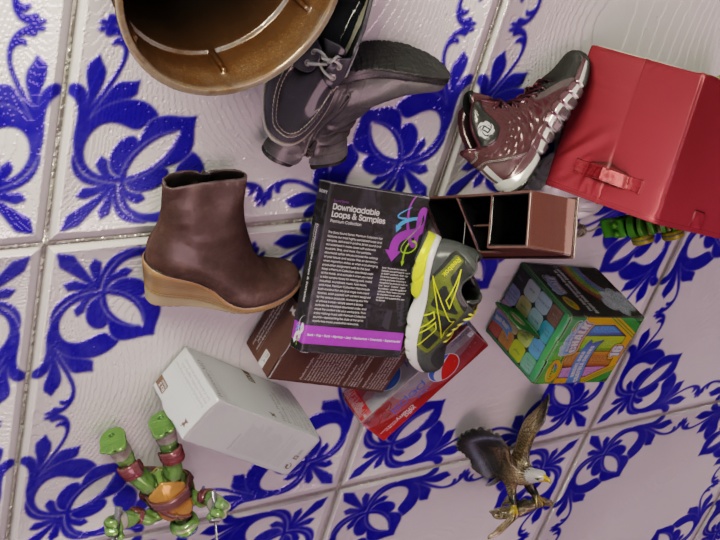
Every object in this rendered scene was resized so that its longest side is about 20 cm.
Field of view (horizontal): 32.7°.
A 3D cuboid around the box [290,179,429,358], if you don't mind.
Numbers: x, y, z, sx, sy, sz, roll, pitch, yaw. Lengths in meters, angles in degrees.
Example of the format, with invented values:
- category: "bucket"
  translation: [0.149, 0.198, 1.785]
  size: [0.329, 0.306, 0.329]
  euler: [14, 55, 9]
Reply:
- category: "box"
  translation: [0.000, 0.000, 1.450]
  size: [0.142, 0.036, 0.202]
  euler: [7, 99, -33]

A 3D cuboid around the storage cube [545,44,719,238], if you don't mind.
- category: "storage cube"
  translation: [0.363, -0.155, 1.494]
  size: [0.199, 0.170, 0.181]
  euler: [9, 103, -46]

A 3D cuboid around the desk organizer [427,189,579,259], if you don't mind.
- category: "desk organizer"
  translation: [0.161, -0.054, 1.462]
  size: [0.077, 0.199, 0.072]
  euler: [8, 86, -36]

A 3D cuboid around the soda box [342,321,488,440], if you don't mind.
- category: "soda box"
  translation: [0.074, 0.136, 1.675]
  size: [0.200, 0.064, 0.070]
  euler: [-42, 139, 5]

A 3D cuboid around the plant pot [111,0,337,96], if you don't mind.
- category: "plant pot"
  translation: [-0.143, -0.284, 1.029]
  size: [0.199, 0.199, 0.201]
  euler: [-19, 135, -20]

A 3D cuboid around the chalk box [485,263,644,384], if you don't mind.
- category: "chalk box"
  translation: [0.270, 0.075, 1.719]
  size: [0.199, 0.125, 0.125]
  euler: [3, 125, -36]

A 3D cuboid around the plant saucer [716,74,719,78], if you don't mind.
- category: "plant saucer"
  translation: [0.467, -0.161, 1.606]
  size: [0.031, 0.201, 0.201]
  euler: [1, 130, -8]

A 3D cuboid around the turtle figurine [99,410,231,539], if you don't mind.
- category: "turtle figurine"
  translation: [-0.241, 0.287, 1.500]
  size: [0.200, 0.143, 0.195]
  euler: [-58, 138, -49]

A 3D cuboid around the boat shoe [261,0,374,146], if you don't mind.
- category: "boat shoe"
  translation: [-0.040, -0.219, 1.216]
  size: [0.072, 0.063, 0.201]
  euler: [27, 85, -11]

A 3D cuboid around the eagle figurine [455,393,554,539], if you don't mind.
- category: "eagle figurine"
  translation: [0.243, 0.295, 1.923]
  size: [0.152, 0.150, 0.202]
  euler: [-47, 125, -59]

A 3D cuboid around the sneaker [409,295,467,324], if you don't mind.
- category: "sneaker"
  translation: [0.064, 0.035, 1.568]
  size: [0.200, 0.070, 0.078]
  euler: [34, 94, -39]

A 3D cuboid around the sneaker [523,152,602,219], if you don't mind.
- category: "sneaker"
  translation: [0.231, -0.102, 1.576]
  size: [0.199, 0.078, 0.100]
  euler: [-27, 132, -27]

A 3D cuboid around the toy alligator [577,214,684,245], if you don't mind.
- category: "toy alligator"
  translation: [0.360, -0.061, 1.630]
  size: [0.054, 0.199, 0.060]
  euler: [-33, 111, -59]

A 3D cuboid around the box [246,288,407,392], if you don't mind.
- category: "box"
  translation: [-0.033, 0.088, 1.548]
  size: [0.199, 0.075, 0.100]
  euler: [12, 119, -44]

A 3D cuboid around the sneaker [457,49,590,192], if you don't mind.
- category: "sneaker"
  translation: [0.185, -0.199, 1.449]
  size: [0.115, 0.076, 0.201]
  euler: [33, 78, -10]

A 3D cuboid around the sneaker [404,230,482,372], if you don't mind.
- category: "sneaker"
  translation: [0.102, 0.049, 1.477]
  size: [0.075, 0.084, 0.201]
  euler: [-61, 157, -48]

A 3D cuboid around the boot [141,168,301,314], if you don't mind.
- category: "boot"
  translation: [-0.140, -0.034, 1.355]
  size: [0.198, 0.073, 0.167]
  euler: [-4, 131, -29]

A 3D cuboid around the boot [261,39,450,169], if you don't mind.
- category: "boot"
  translation: [-0.008, -0.177, 1.335]
  size: [0.198, 0.070, 0.132]
  euler: [-1, 129, -20]

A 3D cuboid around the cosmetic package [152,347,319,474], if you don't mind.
- category: "cosmetic package"
  translation: [-0.151, 0.176, 1.520]
  size: [0.074, 0.102, 0.200]
  euler: [-47, 140, 10]
